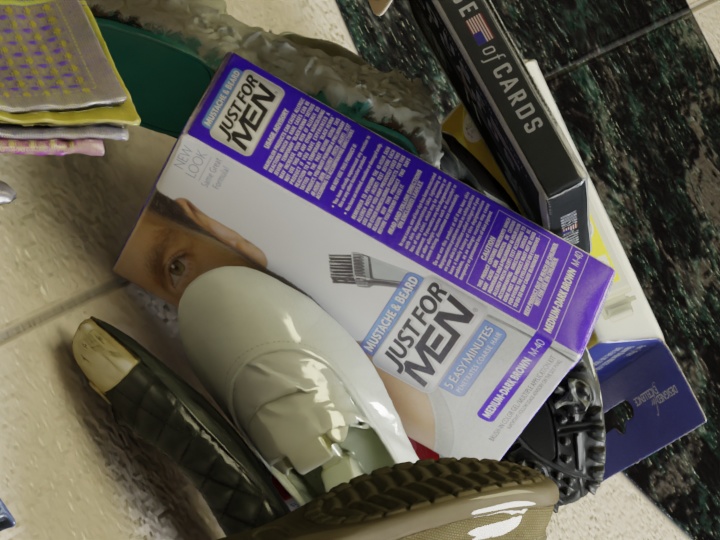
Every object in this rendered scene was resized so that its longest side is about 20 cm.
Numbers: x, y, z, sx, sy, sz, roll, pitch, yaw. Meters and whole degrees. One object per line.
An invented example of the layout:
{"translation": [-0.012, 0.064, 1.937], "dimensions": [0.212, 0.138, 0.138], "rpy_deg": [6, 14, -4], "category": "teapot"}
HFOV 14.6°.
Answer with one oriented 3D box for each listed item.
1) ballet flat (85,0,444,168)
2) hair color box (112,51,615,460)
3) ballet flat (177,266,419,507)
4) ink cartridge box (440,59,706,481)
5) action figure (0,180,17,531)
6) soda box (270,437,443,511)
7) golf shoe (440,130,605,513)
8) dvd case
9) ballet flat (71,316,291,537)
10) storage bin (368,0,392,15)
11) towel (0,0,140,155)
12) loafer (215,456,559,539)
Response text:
{"translation": [-0.055, -0.089, 1.294], "dimensions": [0.199, 0.072, 0.072], "rpy_deg": [21, 34, -4], "category": "ballet flat"}
{"translation": [0.000, 0.000, 1.261], "dimensions": [0.199, 0.109, 0.065], "rpy_deg": [30, 49, -2], "category": "hair color box"}
{"translation": [-0.010, 0.084, 1.242], "dimensions": [0.200, 0.069, 0.070], "rpy_deg": [55, 25, -23], "category": "ballet flat"}
{"translation": [0.088, 0.015, 1.469], "dimensions": [0.201, 0.047, 0.198], "rpy_deg": [68, -20, 9], "category": "ink cartridge box"}
{"translation": [-0.174, 0.024, 1.013], "dimensions": [0.200, 0.104, 0.194], "rpy_deg": [53, 35, -18], "category": "action figure"}
{"translation": [-0.008, 0.030, 1.369], "dimensions": [0.063, 0.070, 0.201], "rpy_deg": [39, 34, -46], "category": "soda box"}
{"translation": [0.070, 0.017, 1.367], "dimensions": [0.201, 0.077, 0.094], "rpy_deg": [65, 20, -9], "category": "golf shoe"}
{"translation": [0.061, -0.083, 1.283], "dimensions": [0.151, 0.025, 0.200], "rpy_deg": [61, 1, 10], "category": "dvd case"}
{"translation": [-0.063, 0.105, 1.218], "dimensions": [0.200, 0.057, 0.066], "rpy_deg": [53, 1, -9], "category": "ballet flat"}
{"translation": [-0.082, -0.207, 1.179], "dimensions": [0.199, 0.094, 0.199], "rpy_deg": [13, 30, -24], "category": "storage bin"}
{"translation": [-0.191, -0.100, 1.053], "dimensions": [0.199, 0.023, 0.144], "rpy_deg": [4, 41, -27], "category": "towel"}
{"translation": [-0.009, 0.132, 1.169], "dimensions": [0.076, 0.199, 0.068], "rpy_deg": [-148, -137, -73], "category": "loafer"}
